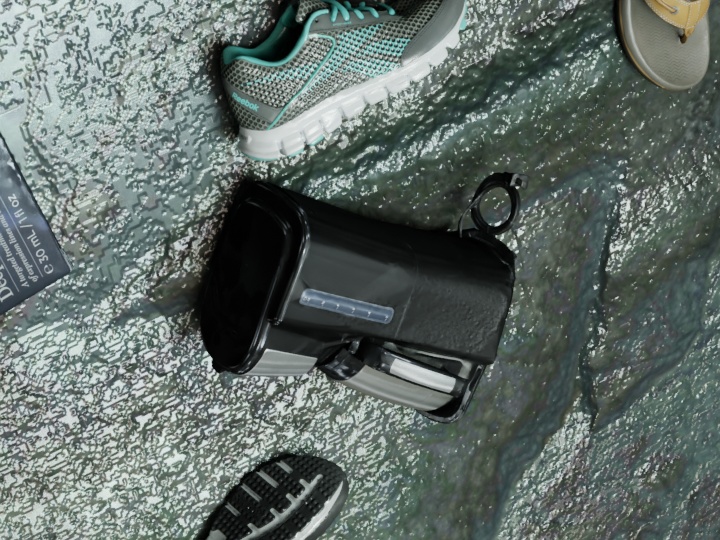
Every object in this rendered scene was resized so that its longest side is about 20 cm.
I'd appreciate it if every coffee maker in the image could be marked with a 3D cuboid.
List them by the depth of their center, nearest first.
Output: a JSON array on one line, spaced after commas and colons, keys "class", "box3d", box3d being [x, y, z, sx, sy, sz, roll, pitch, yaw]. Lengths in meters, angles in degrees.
[{"class": "coffee maker", "box3d": [0.000, 0.000, 1.660, 0.200, 0.135, 0.193, 16, 79, -34]}]

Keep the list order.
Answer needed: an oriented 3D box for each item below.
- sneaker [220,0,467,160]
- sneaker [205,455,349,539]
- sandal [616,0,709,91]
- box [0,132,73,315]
[{"class": "sneaker", "box3d": [-0.013, -0.162, 1.604, 0.200, 0.078, 0.091, -35, 119, -14]}, {"class": "sneaker", "box3d": [-0.082, 0.225, 1.738, 0.200, 0.074, 0.080, -44, 139, -1]}, {"class": "sandal", "box3d": [0.243, -0.230, 1.727, 0.082, 0.055, 0.201, -11, 115, -25]}, {"class": "box", "box3d": [-0.316, -0.024, 1.470, 0.200, 0.107, 0.149, -33, 123, -13]}]
